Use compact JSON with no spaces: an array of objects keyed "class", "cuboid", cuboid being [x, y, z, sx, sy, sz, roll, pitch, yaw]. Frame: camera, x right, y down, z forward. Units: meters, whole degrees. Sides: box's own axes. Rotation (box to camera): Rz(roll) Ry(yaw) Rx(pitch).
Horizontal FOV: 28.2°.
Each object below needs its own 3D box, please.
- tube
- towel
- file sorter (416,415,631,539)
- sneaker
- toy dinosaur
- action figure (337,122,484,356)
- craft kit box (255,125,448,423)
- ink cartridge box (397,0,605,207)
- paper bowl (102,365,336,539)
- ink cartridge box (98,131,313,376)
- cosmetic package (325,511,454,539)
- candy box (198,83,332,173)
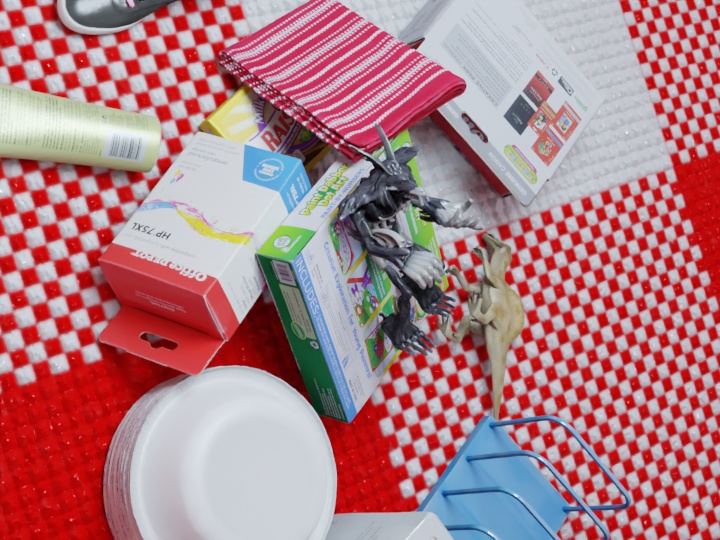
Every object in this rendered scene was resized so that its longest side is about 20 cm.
[{"class":"tube","cuboid":[-0.271,-0.123,1.219,0.200,0.052,0.058,7,35,-29]},{"class":"towel","cuboid":[-0.018,-0.184,1.324,0.145,0.023,0.200,-35,55,-28]},{"class":"file sorter","cuboid":[0.145,0.253,1.366,0.139,0.123,0.200,49,58,-16]},{"class":"sneaker","cuboid":[-0.174,-0.272,1.279,0.200,0.099,0.071,-30,99,-33]},{"class":"toy dinosaur","cuboid":[0.130,0.050,1.432,0.101,0.058,0.200,14,71,-42]},{"class":"action figure","cuboid":[0.047,-0.029,1.237,0.119,0.102,0.200,-49,141,-36]},{"class":"craft kit box","cuboid":[0.000,0.000,1.304,0.198,0.048,0.200,-49,138,-34]},{"class":"ink cartridge box","cuboid":[0.126,-0.180,1.466,0.200,0.084,0.176,47,59,-16]},{"class":"paper bowl","cuboid":[-0.110,0.181,1.225,0.200,0.104,0.201,8,75,-31]},{"class":"ink cartridge box","cuboid":[-0.138,-0.017,1.232,0.200,0.116,0.067,-57,149,-29]},{"class":"cosmetic package","cuboid":[0.022,0.336,1.241,0.167,0.166,0.200,-44,106,-32]},{"class":"candy box","cuboid":[-0.057,-0.160,1.377,0.102,0.026,0.200,49,58,-11]}]
